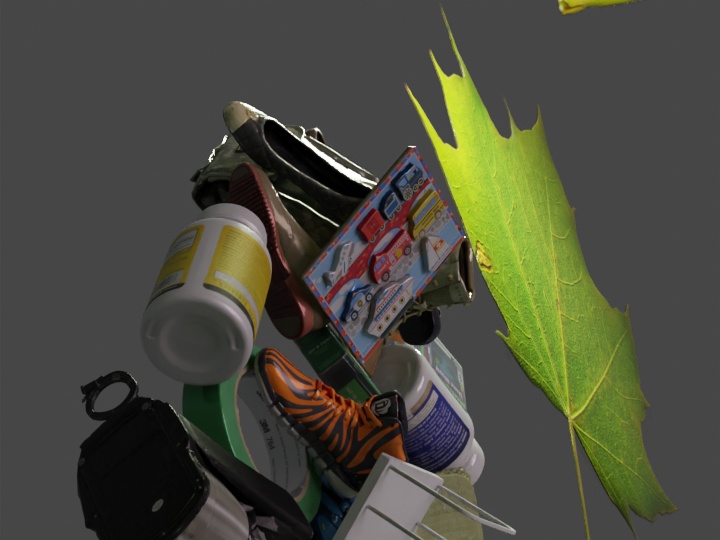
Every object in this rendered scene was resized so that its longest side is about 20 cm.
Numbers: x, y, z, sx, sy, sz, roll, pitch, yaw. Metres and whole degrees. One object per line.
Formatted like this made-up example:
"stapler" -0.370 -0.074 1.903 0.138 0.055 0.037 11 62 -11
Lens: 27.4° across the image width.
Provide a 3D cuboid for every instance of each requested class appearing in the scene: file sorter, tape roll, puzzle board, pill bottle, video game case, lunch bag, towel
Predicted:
"file sorter" 0.046 0.314 1.515 0.124 0.200 0.139 29 -2 32
"tape roll" -0.109 0.175 1.524 0.200 0.048 0.201 53 24 -37
"puzzle board" 0.031 -0.015 1.626 0.200 0.017 0.151 -50 132 -19
"pill bottle" 0.075 0.197 1.875 0.200 0.120 0.120 53 25 -36
"video game case" 0.103 0.160 2.134 0.200 0.023 0.182 50 26 -41
"pill bottle" -0.149 0.016 1.493 0.111 0.111 0.200 58 22 -26
"lunch bag" -0.090 -0.087 1.718 0.200 0.118 0.164 32 28 -6
"towel" 0.093 0.314 1.769 0.200 0.036 0.149 4 70 -60

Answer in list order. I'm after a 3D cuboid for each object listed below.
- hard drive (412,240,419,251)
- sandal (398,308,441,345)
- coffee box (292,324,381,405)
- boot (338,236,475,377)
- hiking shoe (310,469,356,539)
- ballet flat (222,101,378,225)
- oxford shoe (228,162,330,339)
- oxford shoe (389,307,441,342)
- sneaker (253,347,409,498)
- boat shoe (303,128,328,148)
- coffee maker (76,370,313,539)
"hard drive" 0.000 0.000 1.756 0.038 0.140 0.200 30 -1 -15
"sandal" 0.051 0.001 1.929 0.043 0.076 0.200 6 55 -53
"coffee box" -0.038 0.095 1.683 0.123 0.044 0.200 53 -2 -37
"boot" 0.060 0.044 1.830 0.072 0.154 0.200 59 33 -45
"hiking shoe" -0.020 0.249 1.619 0.074 0.087 0.200 54 24 -34
"ballet flat" -0.064 -0.124 1.622 0.200 0.057 0.066 37 42 -7
"oxford shoe" -0.085 -0.026 1.618 0.075 0.070 0.200 -18 88 -42
"oxford shoe" 0.035 0.043 1.990 0.200 0.073 0.071 19 52 -54
"sneaker" -0.019 0.141 1.546 0.200 0.112 0.078 51 23 -23
"boat shoe" -0.040 -0.096 1.961 0.200 0.070 0.070 59 18 -28
"coffee maker" -0.139 0.201 1.290 0.200 0.135 0.192 47 28 -47
